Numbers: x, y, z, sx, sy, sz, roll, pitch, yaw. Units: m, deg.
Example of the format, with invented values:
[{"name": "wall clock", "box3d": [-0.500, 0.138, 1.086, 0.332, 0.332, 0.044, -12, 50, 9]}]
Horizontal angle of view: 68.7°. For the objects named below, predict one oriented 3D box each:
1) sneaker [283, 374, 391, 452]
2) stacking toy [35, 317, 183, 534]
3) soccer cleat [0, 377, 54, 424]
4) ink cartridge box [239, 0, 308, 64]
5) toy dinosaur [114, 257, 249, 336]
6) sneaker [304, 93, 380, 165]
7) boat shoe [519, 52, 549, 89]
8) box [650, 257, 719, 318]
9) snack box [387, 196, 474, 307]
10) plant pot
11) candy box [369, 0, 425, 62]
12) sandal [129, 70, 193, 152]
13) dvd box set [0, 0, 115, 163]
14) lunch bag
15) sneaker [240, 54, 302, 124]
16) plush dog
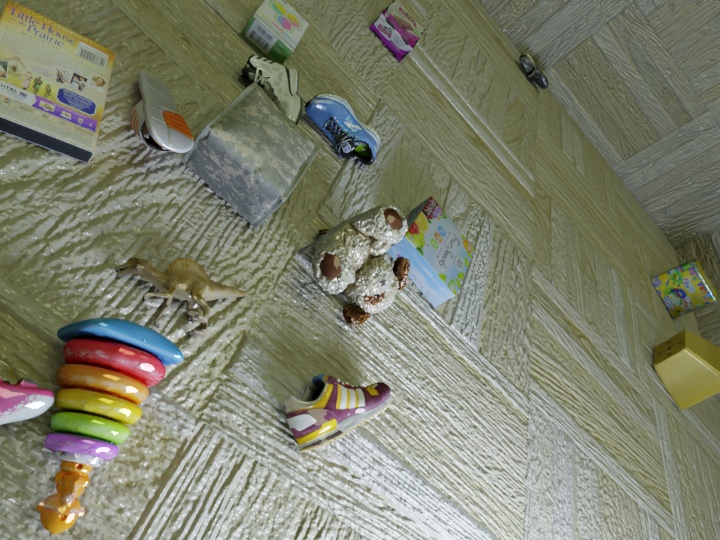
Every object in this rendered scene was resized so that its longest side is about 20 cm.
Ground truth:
[{"name": "sneaker", "box3d": [-0.028, 0.190, 0.790, 0.199, 0.075, 0.091, -17, 82, -52]}, {"name": "stacking toy", "box3d": [-0.275, 0.158, 0.541, 0.116, 0.109, 0.203, 32, 55, -39]}, {"name": "soccer cleat", "box3d": [-0.384, 0.132, 0.459, 0.198, 0.070, 0.088, 12, 68, -31]}, {"name": "ink cartridge box", "box3d": [-0.177, -0.538, 1.150, 0.103, 0.059, 0.202, 37, 42, -23]}, {"name": "toy dinosaur", "box3d": [-0.221, 0.031, 0.708, 0.198, 0.058, 0.102, 17, 51, -39]}, {"name": "sneaker", "box3d": [-0.034, -0.295, 1.121, 0.199, 0.078, 0.090, 29, 43, -31]}, {"name": "boat shoe", "box3d": [0.816, -0.935, 2.494, 0.201, 0.072, 0.066, 49, 49, -9]}, {"name": "box", "box3d": [1.458, 0.080, 2.367, 0.121, 0.192, 0.202, -11, 73, -49]}, {"name": "snack box", "box3d": [0.160, -0.046, 1.162, 0.169, 0.067, 0.200, 49, 40, -9]}, {"name": "plant pot", "box3d": [1.178, 0.340, 1.899, 0.176, 0.200, 0.200, 45, 38, 4]}, {"name": "candy box", "box3d": [0.117, -0.738, 1.606, 0.136, 0.061, 0.201, 42, 40, -17]}, {"name": "sandal", "box3d": [-0.310, -0.226, 0.799, 0.079, 0.059, 0.208, 29, 23, -46]}, {"name": "dvd box set", "box3d": [-0.422, -0.256, 0.712, 0.145, 0.029, 0.202, 19, 52, -38]}, {"name": "lunch bag", "box3d": [-0.169, -0.202, 0.879, 0.164, 0.117, 0.201, 42, 45, -16]}, {"name": "sneaker", "box3d": [-0.179, -0.338, 1.014, 0.114, 0.076, 0.202, 16, 45, -29]}, {"name": "plush dog", "box3d": [0.000, 0.000, 0.931, 0.199, 0.160, 0.173, -39, 110, -24]}]
